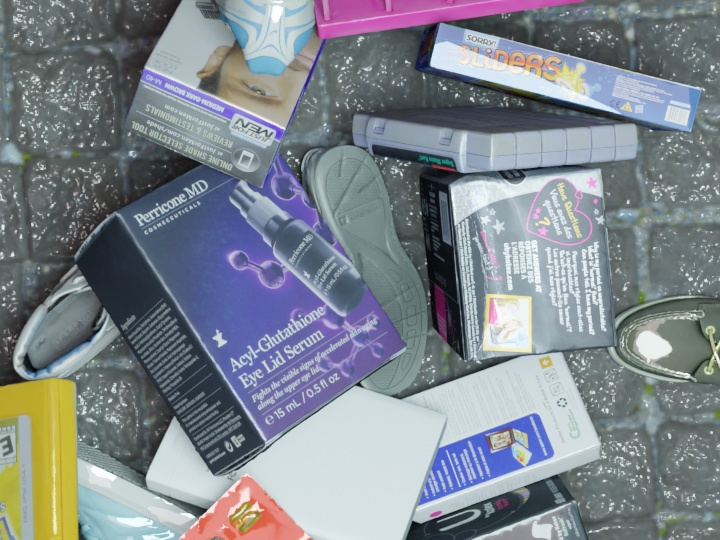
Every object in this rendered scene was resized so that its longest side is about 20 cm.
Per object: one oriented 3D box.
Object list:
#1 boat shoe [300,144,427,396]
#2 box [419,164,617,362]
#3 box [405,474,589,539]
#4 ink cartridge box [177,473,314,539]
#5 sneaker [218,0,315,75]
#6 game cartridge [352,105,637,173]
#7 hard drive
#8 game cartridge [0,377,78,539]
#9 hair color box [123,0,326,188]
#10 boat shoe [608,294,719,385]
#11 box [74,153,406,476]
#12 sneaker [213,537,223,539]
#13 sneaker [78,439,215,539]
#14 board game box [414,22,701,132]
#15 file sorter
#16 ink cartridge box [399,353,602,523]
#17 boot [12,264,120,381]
[{"bbox_3d":[-0.002,0.000,1.302,0.074,0.065,0.203,-21,102,-20],"label":"boat shoe"},{"bbox_3d":[0.115,-0.014,1.231,0.114,0.200,0.133,-6,95,-4],"label":"box"},{"bbox_3d":[0.082,0.245,1.290,0.199,0.122,0.107,-20,97,-1],"label":"box"},{"bbox_3d":[-0.067,0.273,1.187,0.160,0.047,0.200,-44,98,-8],"label":"ink cartridge box"},{"bbox_3d":[-0.073,-0.200,1.173,0.072,0.200,0.073,12,117,-12],"label":"sneaker"},{"bbox_3d":[0.092,-0.097,1.207,0.129,0.200,0.039,-11,104,-26],"label":"game cartridge"},{"bbox_3d":[-0.047,0.139,1.266,0.199,0.027,0.132,16,56,11],"label":"hard drive"},{"bbox_3d":[-0.287,0.190,1.243,0.176,0.032,0.201,-11,74,31],"label":"game cartridge"},{"bbox_3d":[-0.089,-0.159,1.213,0.109,0.200,0.065,23,132,-5],"label":"hair color box"},{"bbox_3d":[0.301,0.060,1.317,0.201,0.060,0.072,4,94,-3],"label":"boat shoe"},{"bbox_3d":[-0.090,0.024,1.211,0.148,0.104,0.200,-34,89,-33],"label":"box"},{"bbox_3d":[-0.053,0.273,1.311,0.078,0.077,0.201,-4,115,27],"label":"sneaker"},{"bbox_3d":[-0.200,0.196,1.296,0.199,0.074,0.082,29,89,-4],"label":"sneaker"},{"bbox_3d":[0.146,-0.146,1.255,0.199,0.135,0.035,14,95,-5],"label":"board game box"},{"bbox_3d":[0.054,-0.275,1.215,0.199,0.139,0.126,-8,134,-2],"label":"file sorter"},{"bbox_3d":[0.082,0.136,1.303,0.199,0.037,0.095,-18,61,-3],"label":"ink cartridge box"},{"bbox_3d":[-0.187,0.012,1.270,0.074,0.096,0.200,42,92,-5],"label":"boot"}]
